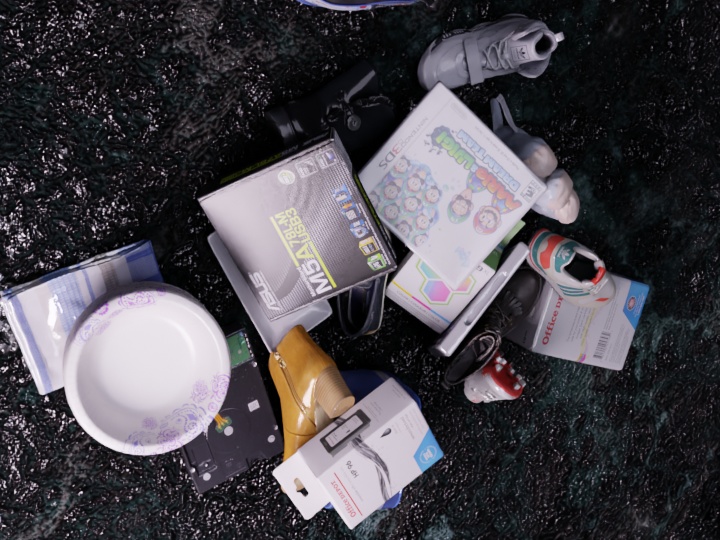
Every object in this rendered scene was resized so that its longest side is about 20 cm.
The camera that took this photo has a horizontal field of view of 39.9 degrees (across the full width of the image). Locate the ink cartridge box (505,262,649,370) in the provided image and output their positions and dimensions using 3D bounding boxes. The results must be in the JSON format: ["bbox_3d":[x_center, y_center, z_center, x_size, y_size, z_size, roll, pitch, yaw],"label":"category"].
[{"bbox_3d":[0.339,0.063,1.564,0.197,0.084,0.147,13,98,-31],"label":"ink cartridge box"}]

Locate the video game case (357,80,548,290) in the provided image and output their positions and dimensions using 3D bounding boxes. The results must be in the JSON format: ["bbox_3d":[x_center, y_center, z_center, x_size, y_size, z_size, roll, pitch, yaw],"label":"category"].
[{"bbox_3d":[0.112,-0.107,1.283,0.200,0.024,0.182,42,97,-9],"label":"video game case"}]

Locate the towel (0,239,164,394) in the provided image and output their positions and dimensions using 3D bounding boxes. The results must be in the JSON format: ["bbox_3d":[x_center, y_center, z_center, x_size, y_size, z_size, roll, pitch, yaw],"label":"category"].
[{"bbox_3d":[-0.335,0.058,1.248,0.197,0.024,0.149,-23,116,-20],"label":"towel"}]

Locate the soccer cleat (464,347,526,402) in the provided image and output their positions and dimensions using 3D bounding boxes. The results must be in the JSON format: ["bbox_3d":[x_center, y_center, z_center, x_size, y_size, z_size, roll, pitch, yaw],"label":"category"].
[{"bbox_3d":[0.191,0.166,1.466,0.069,0.200,0.085,44,98,-3],"label":"soccer cleat"}]

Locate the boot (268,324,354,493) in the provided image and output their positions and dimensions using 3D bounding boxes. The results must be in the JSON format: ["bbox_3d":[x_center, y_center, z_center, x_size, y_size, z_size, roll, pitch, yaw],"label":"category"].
[{"bbox_3d":[-0.086,0.187,1.352,0.070,0.144,0.203,-3,130,-43],"label":"boot"}]

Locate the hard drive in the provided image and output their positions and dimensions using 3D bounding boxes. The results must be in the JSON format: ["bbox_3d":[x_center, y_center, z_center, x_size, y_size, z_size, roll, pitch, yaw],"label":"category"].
[{"bbox_3d":[-0.194,0.186,1.353,0.138,0.038,0.203,-25,116,-19],"label":"hard drive"}]

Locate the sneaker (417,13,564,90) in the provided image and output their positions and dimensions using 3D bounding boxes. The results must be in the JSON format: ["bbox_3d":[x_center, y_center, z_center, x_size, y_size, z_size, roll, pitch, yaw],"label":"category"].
[{"bbox_3d":[0.179,-0.295,1.350,0.198,0.115,0.076,-25,116,-18],"label":"sneaker"}]

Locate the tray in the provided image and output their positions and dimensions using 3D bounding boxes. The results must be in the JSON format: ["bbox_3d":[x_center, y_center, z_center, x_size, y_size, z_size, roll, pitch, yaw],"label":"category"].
[{"bbox_3d":[-0.122,0.007,1.343,0.107,0.022,0.202,-33,118,-14],"label":"tray"}]

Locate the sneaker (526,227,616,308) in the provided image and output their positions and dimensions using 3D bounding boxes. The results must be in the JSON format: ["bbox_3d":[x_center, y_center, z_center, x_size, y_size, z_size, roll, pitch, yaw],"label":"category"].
[{"bbox_3d":[0.323,0.011,1.431,0.199,0.093,0.071,34,88,-37],"label":"sneaker"}]

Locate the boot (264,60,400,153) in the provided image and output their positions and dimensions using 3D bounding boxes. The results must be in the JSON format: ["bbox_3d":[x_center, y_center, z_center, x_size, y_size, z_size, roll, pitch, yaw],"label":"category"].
[{"bbox_3d":[-0.018,-0.156,1.313,0.166,0.076,0.203,-26,110,-14],"label":"boot"}]

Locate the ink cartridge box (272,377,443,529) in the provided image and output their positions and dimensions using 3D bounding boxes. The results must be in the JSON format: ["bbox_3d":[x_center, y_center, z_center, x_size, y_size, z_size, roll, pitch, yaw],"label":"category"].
[{"bbox_3d":[-0.001,0.250,1.290,0.199,0.068,0.117,-37,127,-9],"label":"ink cartridge box"}]

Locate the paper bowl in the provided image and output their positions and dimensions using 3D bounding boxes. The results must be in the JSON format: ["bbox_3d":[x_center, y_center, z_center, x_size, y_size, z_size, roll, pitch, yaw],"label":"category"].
[{"bbox_3d":[-0.265,0.114,1.220,0.197,0.104,0.205,-4,101,-19],"label":"paper bowl"}]

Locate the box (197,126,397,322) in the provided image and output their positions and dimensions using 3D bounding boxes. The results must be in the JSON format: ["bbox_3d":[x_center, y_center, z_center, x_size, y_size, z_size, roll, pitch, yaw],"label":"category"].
[{"bbox_3d":[-0.077,-0.054,1.260,0.190,0.048,0.202,-22,117,11],"label":"box"}]

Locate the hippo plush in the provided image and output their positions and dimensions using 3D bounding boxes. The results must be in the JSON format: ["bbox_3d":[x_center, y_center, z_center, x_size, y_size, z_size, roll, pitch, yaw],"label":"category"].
[{"bbox_3d":[0.190,-0.114,1.371,0.160,0.159,0.201,-37,94,4],"label":"hippo plush"}]

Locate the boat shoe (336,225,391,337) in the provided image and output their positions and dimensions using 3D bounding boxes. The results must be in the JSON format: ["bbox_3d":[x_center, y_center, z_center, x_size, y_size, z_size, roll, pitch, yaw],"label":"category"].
[{"bbox_3d":[0.000,0.000,1.369,0.062,0.073,0.204,-33,129,-57],"label":"boat shoe"}]

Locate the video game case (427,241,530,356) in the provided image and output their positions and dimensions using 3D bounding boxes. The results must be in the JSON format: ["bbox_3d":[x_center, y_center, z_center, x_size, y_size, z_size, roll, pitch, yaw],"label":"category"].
[{"bbox_3d":[0.164,0.045,1.415,0.023,0.200,0.183,38,86,3],"label":"video game case"}]

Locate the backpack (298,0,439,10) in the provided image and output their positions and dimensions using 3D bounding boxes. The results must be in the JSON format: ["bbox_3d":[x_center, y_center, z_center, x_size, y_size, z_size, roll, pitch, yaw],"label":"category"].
[{"bbox_3d":[-0.013,-0.405,1.197,0.188,0.153,0.204,-16,107,-31],"label":"backpack"}]

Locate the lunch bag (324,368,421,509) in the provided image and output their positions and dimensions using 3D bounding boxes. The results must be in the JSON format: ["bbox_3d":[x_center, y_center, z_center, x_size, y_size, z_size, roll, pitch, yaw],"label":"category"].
[{"bbox_3d":[0.005,0.247,1.417,0.130,0.136,0.204,5,106,-27],"label":"lunch bag"}]

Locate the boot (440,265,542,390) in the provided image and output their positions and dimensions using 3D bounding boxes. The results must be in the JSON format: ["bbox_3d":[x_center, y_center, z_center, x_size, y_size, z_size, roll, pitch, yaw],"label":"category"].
[{"bbox_3d":[0.193,0.084,1.428,0.069,0.174,0.201,40,99,2],"label":"boot"}]

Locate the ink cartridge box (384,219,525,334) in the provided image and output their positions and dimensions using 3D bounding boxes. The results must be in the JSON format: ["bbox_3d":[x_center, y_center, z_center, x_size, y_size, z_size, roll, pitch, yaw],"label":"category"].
[{"bbox_3d":[0.126,-0.014,1.363,0.103,0.060,0.201,34,130,-4],"label":"ink cartridge box"}]
